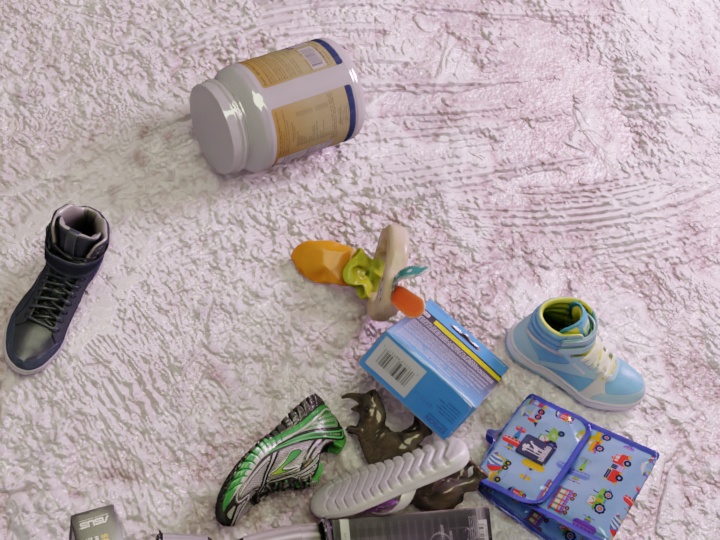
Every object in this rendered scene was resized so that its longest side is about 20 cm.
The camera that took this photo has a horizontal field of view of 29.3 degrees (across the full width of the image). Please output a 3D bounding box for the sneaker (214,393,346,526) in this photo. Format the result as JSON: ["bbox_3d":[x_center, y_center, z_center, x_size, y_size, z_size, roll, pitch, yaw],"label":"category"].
[{"bbox_3d":[-0.092,0.233,1.628,0.085,0.078,0.200,45,60,6],"label":"sneaker"}]

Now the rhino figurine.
[{"bbox_3d":[0.053,0.217,1.684,0.200,0.060,0.087,40,90,7],"label":"rhino figurine"}]

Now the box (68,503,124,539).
[{"bbox_3d":[-0.264,0.350,1.444,0.048,0.200,0.159,-14,68,-19],"label":"box"}]

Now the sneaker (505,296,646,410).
[{"bbox_3d":[0.296,0.106,1.779,0.200,0.131,0.080,24,58,-4],"label":"sneaker"}]

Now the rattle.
[{"bbox_3d":[0.000,0.000,1.710,0.143,0.130,0.200,29,16,-11],"label":"rattle"}]

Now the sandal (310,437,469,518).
[{"bbox_3d":[0.037,0.259,1.624,0.202,0.082,0.050,-21,110,12],"label":"sandal"}]

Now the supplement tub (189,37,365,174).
[{"bbox_3d":[-0.110,-0.214,1.817,0.200,0.144,0.145,-21,71,-25],"label":"supplement tub"}]

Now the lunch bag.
[{"bbox_3d":[0.245,0.253,1.725,0.200,0.094,0.151,29,59,14],"label":"lunch bag"}]

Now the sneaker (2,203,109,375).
[{"bbox_3d":[-0.359,0.014,1.624,0.077,0.146,0.203,25,61,-5],"label":"sneaker"}]

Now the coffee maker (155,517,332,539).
[{"bbox_3d":[-0.123,0.369,1.500,0.200,0.135,0.192,-5,44,-8],"label":"coffee maker"}]

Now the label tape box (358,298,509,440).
[{"bbox_3d":[0.096,0.121,1.735,0.144,0.063,0.200,42,19,7],"label":"label tape box"}]

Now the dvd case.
[{"bbox_3d":[0.065,0.361,1.625,0.200,0.016,0.149,-2,79,-18],"label":"dvd case"}]
